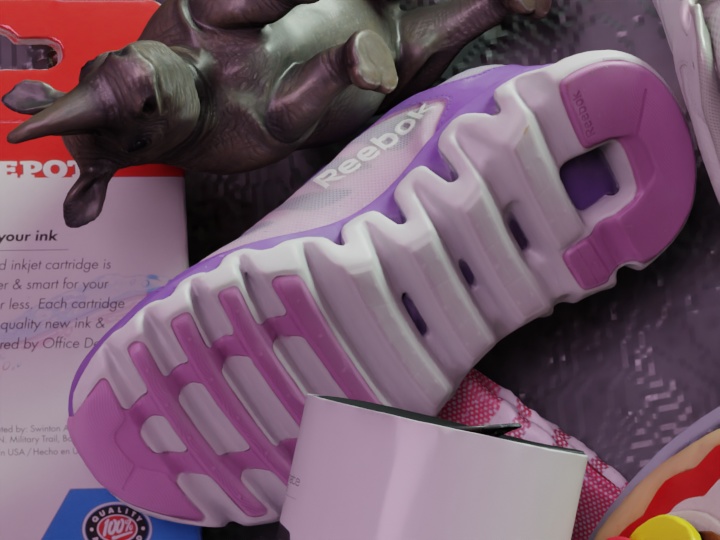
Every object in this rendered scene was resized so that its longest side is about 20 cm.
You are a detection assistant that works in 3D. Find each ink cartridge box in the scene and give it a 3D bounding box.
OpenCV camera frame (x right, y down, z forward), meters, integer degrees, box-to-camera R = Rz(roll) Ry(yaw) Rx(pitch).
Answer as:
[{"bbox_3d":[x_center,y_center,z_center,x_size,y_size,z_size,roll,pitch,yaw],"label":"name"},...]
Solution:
[{"bbox_3d":[-0.111,0.020,0.836,0.115,0.067,0.201,-1,68,-8],"label":"ink cartridge box"}]

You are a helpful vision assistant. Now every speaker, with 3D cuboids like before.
[{"bbox_3d":[0.004,0.135,0.728,0.081,0.081,0.201,12,89,25],"label":"speaker"}]

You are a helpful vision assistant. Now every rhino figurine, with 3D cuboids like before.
[{"bbox_3d":[-0.032,-0.060,0.799,0.087,0.200,0.060,-26,90,41],"label":"rhino figurine"}]

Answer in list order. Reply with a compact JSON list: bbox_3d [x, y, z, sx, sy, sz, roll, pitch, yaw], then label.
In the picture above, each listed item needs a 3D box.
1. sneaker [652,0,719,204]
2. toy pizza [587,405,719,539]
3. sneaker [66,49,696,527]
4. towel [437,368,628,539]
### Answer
[{"bbox_3d":[0.120,-0.072,0.787,0.074,0.087,0.201,-24,64,14],"label":"sneaker"},{"bbox_3d":[0.097,0.120,0.677,0.200,0.032,0.201,-29,52,44],"label":"toy pizza"},{"bbox_3d":[0.000,0.000,0.801,0.200,0.081,0.088,-32,25,-11],"label":"sneaker"},{"bbox_3d":[0.055,0.135,0.772,0.200,0.030,0.147,38,89,28],"label":"towel"}]
